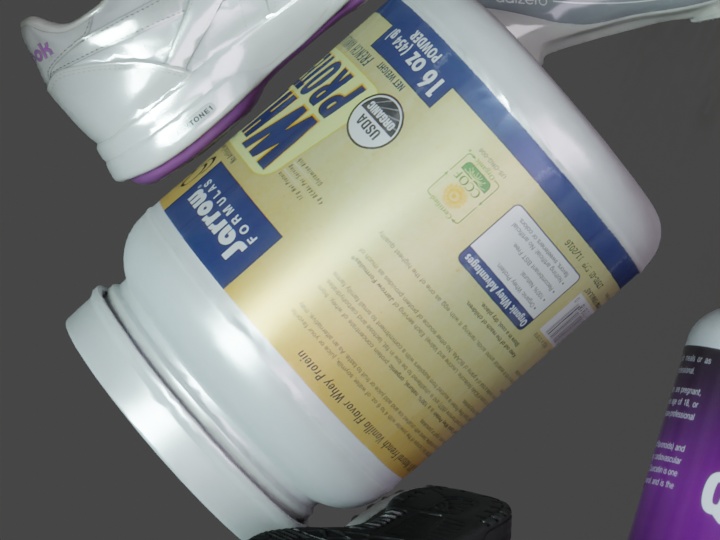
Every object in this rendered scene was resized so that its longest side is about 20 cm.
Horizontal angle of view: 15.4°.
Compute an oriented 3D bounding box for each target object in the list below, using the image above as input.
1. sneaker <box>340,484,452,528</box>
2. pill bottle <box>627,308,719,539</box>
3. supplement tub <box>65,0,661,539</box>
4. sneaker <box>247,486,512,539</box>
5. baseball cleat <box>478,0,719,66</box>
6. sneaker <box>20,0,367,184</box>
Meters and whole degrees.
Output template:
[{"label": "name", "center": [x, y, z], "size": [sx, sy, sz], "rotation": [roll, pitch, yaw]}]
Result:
[{"label": "sneaker", "center": [-0.006, 0.174, 1.081], "size": [0.200, 0.090, 0.070], "rotation": [-47, 111, -15]}, {"label": "pill bottle", "center": [0.181, 0.092, 1.152], "size": [0.112, 0.112, 0.200], "rotation": [19, 86, -25]}, {"label": "supplement tub", "center": [0.000, 0.000, 1.026], "size": [0.200, 0.144, 0.144], "rotation": [-41, 110, 1]}, {"label": "sneaker", "center": [0.011, 0.143, 0.992], "size": [0.200, 0.060, 0.104], "rotation": [-12, 113, -59]}, {"label": "baseball cleat", "center": [0.106, -0.145, 1.124], "size": [0.200, 0.070, 0.107], "rotation": [-20, 102, -24]}, {"label": "sneaker", "center": [-0.045, -0.128, 1.042], "size": [0.200, 0.075, 0.100], "rotation": [-43, 97, -7]}]
